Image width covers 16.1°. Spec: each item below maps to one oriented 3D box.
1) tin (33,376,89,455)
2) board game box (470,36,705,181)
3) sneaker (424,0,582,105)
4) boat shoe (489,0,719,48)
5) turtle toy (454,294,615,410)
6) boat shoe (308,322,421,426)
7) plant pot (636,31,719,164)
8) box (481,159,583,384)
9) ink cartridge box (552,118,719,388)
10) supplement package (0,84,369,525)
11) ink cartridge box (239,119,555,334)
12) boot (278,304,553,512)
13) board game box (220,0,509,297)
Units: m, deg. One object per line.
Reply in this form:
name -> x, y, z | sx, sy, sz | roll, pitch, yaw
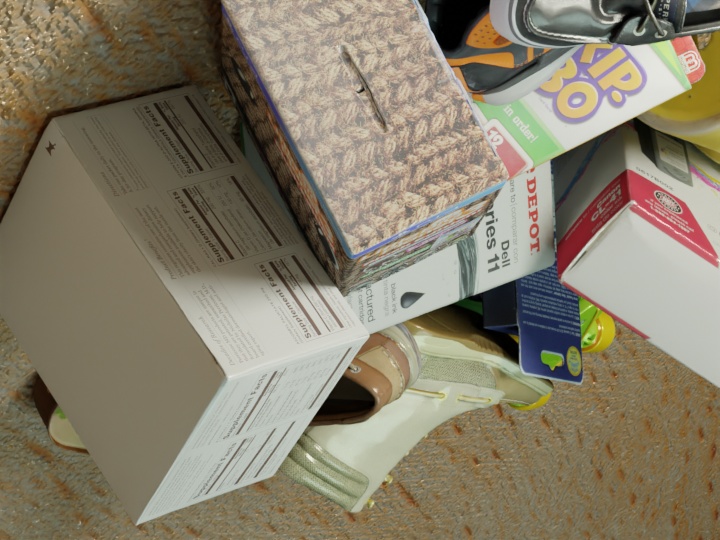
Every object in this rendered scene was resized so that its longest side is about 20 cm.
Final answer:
tin -> -0.150, 0.088, 1.820 | 0.112, 0.042, 0.200 | -46, 149, 16
board game box -> 0.114, -0.121, 1.597 | 0.200, 0.096, 0.030 | -27, -172, -8
sneaker -> 0.122, -0.183, 1.506 | 0.200, 0.078, 0.112 | -43, 152, 5
boat shoe -> 0.170, -0.159, 1.469 | 0.200, 0.066, 0.070 | -8, 115, -33
turtle toy -> 0.132, 0.031, 2.053 | 0.200, 0.101, 0.146 | -45, 156, 22
boat shoe -> -0.061, 0.070, 1.690 | 0.200, 0.076, 0.072 | -7, -152, 27
plant pot -> 0.263, -0.158, 1.704 | 0.201, 0.201, 0.189 | -47, 158, 28
box -> 0.122, -0.020, 1.829 | 0.032, 0.200, 0.121 | -7, 170, 26
ink cartridge box -> 0.213, -0.033, 1.764 | 0.086, 0.148, 0.200 | -50, -162, 28
supplement package -> -0.118, 0.020, 1.531 | 0.111, 0.200, 0.156 | -16, 152, -39
ink cartridge box -> 0.028, -0.051, 1.671 | 0.200, 0.083, 0.147 | -20, 116, -34
boot -> 0.038, 0.101, 1.801 | 0.200, 0.072, 0.155 | 19, 110, -52
board game box -> -0.003, -0.084, 1.464 | 0.097, 0.159, 0.200 | -27, 174, -6
